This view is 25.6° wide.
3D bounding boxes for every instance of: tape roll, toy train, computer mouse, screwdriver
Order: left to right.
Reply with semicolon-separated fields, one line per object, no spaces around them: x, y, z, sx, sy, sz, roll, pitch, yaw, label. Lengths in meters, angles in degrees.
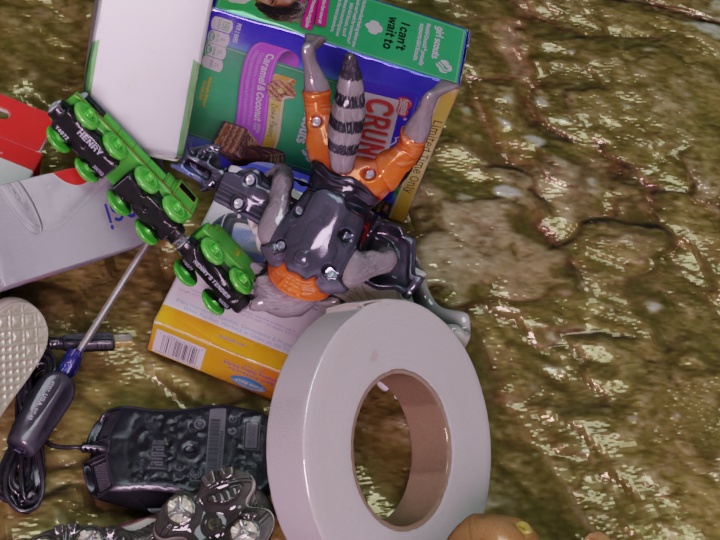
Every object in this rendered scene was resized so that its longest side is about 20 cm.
-0.190;0.044;1.101;0.029;0.028;0.201;-1;48;31;screwdriver
-0.149;0.108;1.103;0.198;0.046;0.142;-2;56;-5;computer mouse
-0.145;-0.050;1.127;0.200;0.042;0.057;48;25;-16;toy train
0.016;0.120;1.069;0.202;0.037;0.205;10;76;-48;tape roll

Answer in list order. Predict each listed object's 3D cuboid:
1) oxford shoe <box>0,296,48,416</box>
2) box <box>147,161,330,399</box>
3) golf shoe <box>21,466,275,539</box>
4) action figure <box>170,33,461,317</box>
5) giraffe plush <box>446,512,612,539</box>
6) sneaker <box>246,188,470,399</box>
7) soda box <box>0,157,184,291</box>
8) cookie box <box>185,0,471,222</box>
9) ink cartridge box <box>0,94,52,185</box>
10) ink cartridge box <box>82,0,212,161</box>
-0.285;0.098;1.052;0.057;0.075;0.201;5;51;46;oxford shoe
-0.073;0.001;1.219;0.118;0.042;0.201;22;46;0;box
-0.146;0.195;1.017;0.198;0.088;0.078;-19;70;-4;golf shoe
-0.042;-0.061;1.082;0.198;0.195;0.105;19;10;8;action figure
0.094;0.226;1.006;0.171;0.201;0.163;4;40;17;giraffe plush
0.000;0.000;1.164;0.200;0.081;0.075;45;36;-5;sneaker
-0.214;-0.034;1.123;0.199;0.063;0.069;-22;94;-56;soda box
-0.032;-0.141;1.262;0.198;0.172;0.076;16;51;-5;cookie box
-0.309;-0.046;1.158;0.115;0.068;0.201;21;48;-2;ink cartridge box
-0.166;-0.186;1.220;0.082;0.148;0.200;9;18;-11;ink cartridge box
